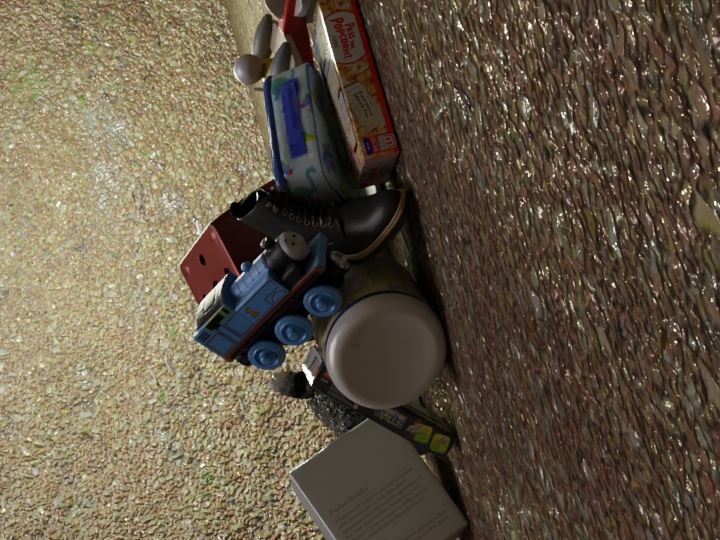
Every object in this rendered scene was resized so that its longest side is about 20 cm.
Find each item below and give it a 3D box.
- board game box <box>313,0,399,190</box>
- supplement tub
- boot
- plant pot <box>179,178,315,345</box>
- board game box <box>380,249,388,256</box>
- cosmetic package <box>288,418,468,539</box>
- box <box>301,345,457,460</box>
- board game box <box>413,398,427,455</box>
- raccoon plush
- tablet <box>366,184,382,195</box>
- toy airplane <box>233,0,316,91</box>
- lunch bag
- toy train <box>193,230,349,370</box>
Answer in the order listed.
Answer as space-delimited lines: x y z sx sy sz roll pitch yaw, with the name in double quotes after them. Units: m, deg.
-0.008 -0.212 1.493 0.152 0.046 0.200 116 139 -80 "board game box"
0.014 0.064 1.505 0.200 0.145 0.145 -119 16 -66 "supplement tub"
-0.050 -0.067 1.446 0.200 0.138 0.078 -30 38 43 "boot"
-0.125 -0.001 1.677 0.200 0.176 0.200 60 144 11 "plant pot"
0.000 0.000 1.761 0.096 0.030 0.200 -49 37 25 "board game box"
0.022 0.331 1.731 0.200 0.165 0.165 54 168 15 "cosmetic package"
0.022 0.169 1.586 0.200 0.035 0.110 30 -177 -11 "box"
0.051 0.172 1.887 0.199 0.043 0.200 -179 75 -83 "board game box"
-0.049 0.241 1.935 0.134 0.200 0.097 -90 6 -46 "raccoon plush"
0.000 -0.158 1.706 0.200 0.014 0.130 -119 15 -67 "tablet"
-0.118 -0.315 1.789 0.200 0.141 0.199 95 160 -72 "toy airplane"
-0.060 -0.153 1.569 0.161 0.082 0.200 48 -152 -57 "lunch bag"
-0.103 0.034 1.440 0.114 0.200 0.087 34 -150 -23 "toy train"
